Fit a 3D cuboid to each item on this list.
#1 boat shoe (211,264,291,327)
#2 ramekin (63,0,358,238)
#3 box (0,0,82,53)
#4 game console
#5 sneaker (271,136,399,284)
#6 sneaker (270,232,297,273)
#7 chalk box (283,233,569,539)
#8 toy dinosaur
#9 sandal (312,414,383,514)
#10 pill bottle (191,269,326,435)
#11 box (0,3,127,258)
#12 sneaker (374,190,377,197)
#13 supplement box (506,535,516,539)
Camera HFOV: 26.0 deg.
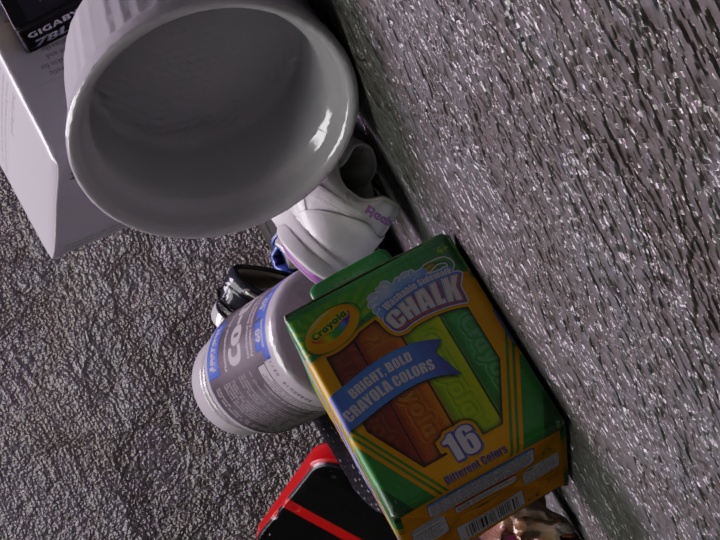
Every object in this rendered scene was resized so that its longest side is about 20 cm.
[{"bbox_3d":[-0.038,0.039,1.465,0.061,0.199,0.076,-67,30,29],"label":"boat shoe"},{"bbox_3d":[-0.109,-0.128,1.071,0.201,0.199,0.098,68,180,-47],"label":"ramekin"},{"bbox_3d":[-0.234,-0.311,1.300,0.201,0.198,0.050,61,175,16],"label":"box"},{"bbox_3d":[0.014,0.259,1.525,0.199,0.031,0.177,29,134,-5],"label":"game console"},{"bbox_3d":[-0.039,-0.075,1.177,0.075,0.100,0.200,25,-159,-52],"label":"sneaker"},{"bbox_3d":[-0.051,-0.031,1.539,0.076,0.088,0.200,63,175,5],"label":"sneaker"},{"bbox_3d":[0.035,0.069,1.024,0.201,0.124,0.124,58,174,26],"label":"chalk box"},{"bbox_3d":[0.069,0.127,1.142,0.200,0.086,0.136,58,178,35],"label":"toy dinosaur"},{"bbox_3d":[-0.008,0.133,1.385,0.200,0.045,0.075,52,153,44],"label":"sandal"},{"bbox_3d":[-0.063,0.074,1.311,0.114,0.113,0.200,62,148,2],"label":"pill bottle"},{"bbox_3d":[-0.222,-0.153,1.394,0.172,0.198,0.200,59,157,16],"label":"box"},{"bbox_3d":[-0.048,-0.096,1.268,0.089,0.074,0.200,63,175,-33],"label":"sneaker"},{"bbox_3d":[0.139,0.312,1.448,0.111,0.085,0.201,57,172,47],"label":"supplement box"}]
